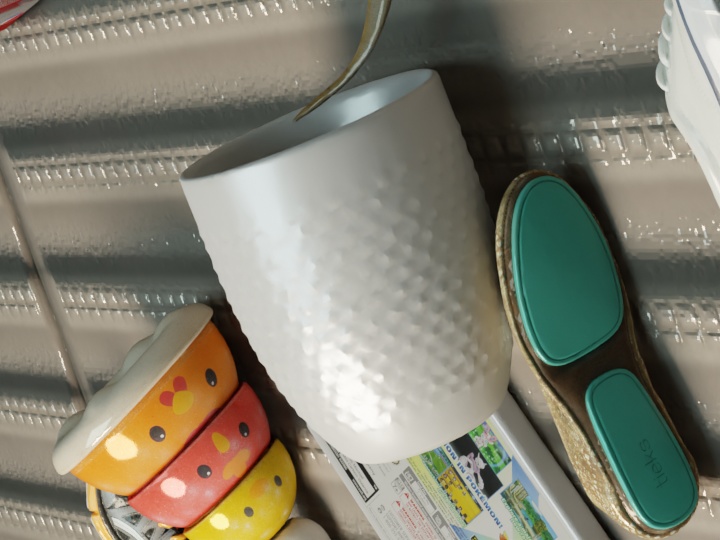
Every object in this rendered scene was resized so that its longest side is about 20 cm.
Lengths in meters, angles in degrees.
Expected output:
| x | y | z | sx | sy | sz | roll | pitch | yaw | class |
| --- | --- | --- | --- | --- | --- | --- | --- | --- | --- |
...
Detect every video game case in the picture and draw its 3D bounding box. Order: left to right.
| x | y | z | sx | sy | sz | roll | pitch | yaw | class |
| --- | --- | --- | --- | --- | --- | --- | --- | --- | --- |
| 0.059 | 0.133 | 1.308 | 0.201 | 0.022 | 0.182 | 56 | 146 | 12 | video game case |

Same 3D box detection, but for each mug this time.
| x | y | z | sx | sy | sz | roll | pitch | yaw | class |
| --- | --- | --- | --- | --- | --- | --- | --- | --- | --- |
| 0.000 | 0.000 | 1.185 | 0.200 | 0.147 | 0.176 | -142 | 29 | -78 | mug |

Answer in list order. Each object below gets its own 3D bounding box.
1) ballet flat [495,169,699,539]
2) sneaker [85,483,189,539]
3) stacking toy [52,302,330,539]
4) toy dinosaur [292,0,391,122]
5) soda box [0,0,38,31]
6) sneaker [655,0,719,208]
| x | y | z | sx | sy | sz | roll | pitch | yaw | class |
| --- | --- | --- | --- | --- | --- | --- | --- | --- | --- |
| 0.111 | 0.046 | 1.140 | 0.201 | 0.070 | 0.065 | 69 | 161 | -4 | ballet flat |
| -0.126 | 0.195 | 1.568 | 0.077 | 0.078 | 0.201 | -15 | 104 | 43 | sneaker |
| -0.089 | 0.133 | 1.450 | 0.200 | 0.146 | 0.146 | 43 | 147 | -5 | stacking toy |
| 0.016 | -0.176 | 1.117 | 0.106 | 0.060 | 0.202 | 5 | 96 | 57 | toy dinosaur |
| -0.292 | -0.252 | 1.480 | 0.070 | 0.063 | 0.201 | -23 | 93 | 57 | soda box |
| 0.157 | -0.097 | 0.965 | 0.071 | 0.073 | 0.201 | -3 | 110 | 51 | sneaker |
